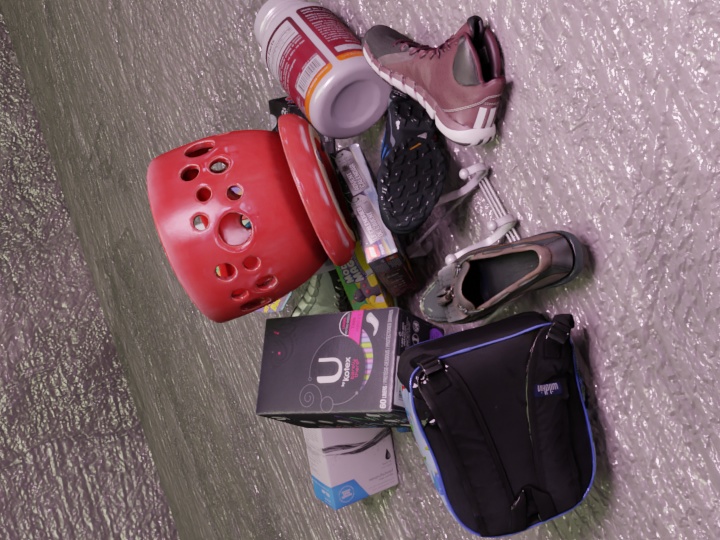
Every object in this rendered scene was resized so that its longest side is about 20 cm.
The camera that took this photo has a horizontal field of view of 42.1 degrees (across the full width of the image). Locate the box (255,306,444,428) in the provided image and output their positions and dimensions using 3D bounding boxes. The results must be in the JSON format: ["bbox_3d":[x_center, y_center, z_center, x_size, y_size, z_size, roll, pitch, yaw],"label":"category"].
[{"bbox_3d":[-0.013,0.119,1.107,0.200,0.106,0.123,-8,68,35],"label":"box"}]

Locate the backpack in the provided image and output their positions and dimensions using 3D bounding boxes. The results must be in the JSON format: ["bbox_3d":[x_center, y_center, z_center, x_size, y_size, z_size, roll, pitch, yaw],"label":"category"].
[{"bbox_3d":[0.144,0.156,0.967,0.147,0.183,0.200,-134,26,-83],"label":"backpack"}]

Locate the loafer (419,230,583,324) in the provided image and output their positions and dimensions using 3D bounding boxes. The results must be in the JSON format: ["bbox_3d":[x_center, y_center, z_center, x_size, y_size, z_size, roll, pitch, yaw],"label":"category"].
[{"bbox_3d":[0.125,0.007,0.937,0.200,0.063,0.072,-26,76,43],"label":"loafer"}]

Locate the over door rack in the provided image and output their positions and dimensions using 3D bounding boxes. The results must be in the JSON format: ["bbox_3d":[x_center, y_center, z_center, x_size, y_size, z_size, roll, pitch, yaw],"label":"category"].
[{"bbox_3d":[0.114,-0.005,1.051,0.148,0.066,0.200,65,152,19],"label":"over door rack"}]

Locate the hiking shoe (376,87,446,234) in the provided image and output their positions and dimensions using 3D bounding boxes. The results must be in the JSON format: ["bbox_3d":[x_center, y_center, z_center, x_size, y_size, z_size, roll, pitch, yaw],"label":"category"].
[{"bbox_3d":[0.057,-0.111,1.048,0.087,0.074,0.200,97,-178,-54],"label":"hiking shoe"}]

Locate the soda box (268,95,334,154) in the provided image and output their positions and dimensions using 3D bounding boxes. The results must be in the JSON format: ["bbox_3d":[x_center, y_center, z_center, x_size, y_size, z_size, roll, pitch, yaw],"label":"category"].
[{"bbox_3d":[-0.078,-0.147,1.337,0.063,0.071,0.200,29,130,53],"label":"soda box"}]

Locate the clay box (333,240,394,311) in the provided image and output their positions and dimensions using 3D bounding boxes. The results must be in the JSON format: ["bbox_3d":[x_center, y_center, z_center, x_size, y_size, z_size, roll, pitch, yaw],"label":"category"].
[{"bbox_3d":[0.000,0.000,1.202,0.115,0.048,0.200,-93,-17,-68],"label":"clay box"}]

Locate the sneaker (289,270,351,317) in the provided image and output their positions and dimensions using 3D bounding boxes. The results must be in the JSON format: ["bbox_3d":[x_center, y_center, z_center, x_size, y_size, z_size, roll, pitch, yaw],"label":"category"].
[{"bbox_3d":[-0.022,0.044,1.362,0.115,0.075,0.200,37,127,13],"label":"sneaker"}]

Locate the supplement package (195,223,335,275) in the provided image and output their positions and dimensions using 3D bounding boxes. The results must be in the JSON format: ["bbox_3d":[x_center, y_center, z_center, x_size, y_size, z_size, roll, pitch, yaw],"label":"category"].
[{"bbox_3d":[-0.129,-0.033,1.287,0.200,0.114,0.110,-14,92,35],"label":"supplement package"}]

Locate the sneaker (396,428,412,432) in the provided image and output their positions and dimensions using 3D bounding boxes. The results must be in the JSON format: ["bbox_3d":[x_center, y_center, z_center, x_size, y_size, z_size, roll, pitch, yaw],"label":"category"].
[{"bbox_3d":[0.036,0.146,1.267,0.200,0.085,0.077,44,141,46],"label":"sneaker"}]

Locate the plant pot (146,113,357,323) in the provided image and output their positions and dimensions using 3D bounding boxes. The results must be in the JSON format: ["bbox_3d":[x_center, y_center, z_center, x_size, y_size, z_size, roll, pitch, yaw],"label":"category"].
[{"bbox_3d":[-0.111,-0.063,1.038,0.200,0.182,0.201,-21,-90,-85],"label":"plant pot"}]

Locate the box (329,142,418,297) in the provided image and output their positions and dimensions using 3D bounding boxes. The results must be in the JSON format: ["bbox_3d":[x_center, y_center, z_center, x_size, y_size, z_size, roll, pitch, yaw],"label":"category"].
[{"bbox_3d":[0.019,-0.054,1.121,0.200,0.040,0.137,52,-163,-73],"label":"box"}]

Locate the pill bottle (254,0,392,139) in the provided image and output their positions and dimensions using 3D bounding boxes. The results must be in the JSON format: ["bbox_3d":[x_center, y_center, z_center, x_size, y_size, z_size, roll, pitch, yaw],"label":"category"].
[{"bbox_3d":[-0.054,-0.264,1.179,0.200,0.113,0.113,54,148,36],"label":"pill bottle"}]

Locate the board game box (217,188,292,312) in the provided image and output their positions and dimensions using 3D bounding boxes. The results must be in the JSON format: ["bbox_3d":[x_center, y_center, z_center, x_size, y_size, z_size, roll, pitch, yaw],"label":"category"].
[{"bbox_3d":[-0.140,-0.039,1.199,0.158,0.039,0.200,41,119,21],"label":"board game box"}]

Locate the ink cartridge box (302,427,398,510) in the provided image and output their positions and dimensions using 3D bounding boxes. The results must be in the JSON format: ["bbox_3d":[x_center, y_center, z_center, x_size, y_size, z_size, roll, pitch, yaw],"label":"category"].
[{"bbox_3d":[-0.021,0.237,1.392,0.068,0.116,0.200,16,119,59],"label":"ink cartridge box"}]

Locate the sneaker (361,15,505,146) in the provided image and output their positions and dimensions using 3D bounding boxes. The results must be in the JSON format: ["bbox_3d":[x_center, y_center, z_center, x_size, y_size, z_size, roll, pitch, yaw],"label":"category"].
[{"bbox_3d":[0.086,-0.231,0.985,0.200,0.076,0.116,46,139,26],"label":"sneaker"}]
